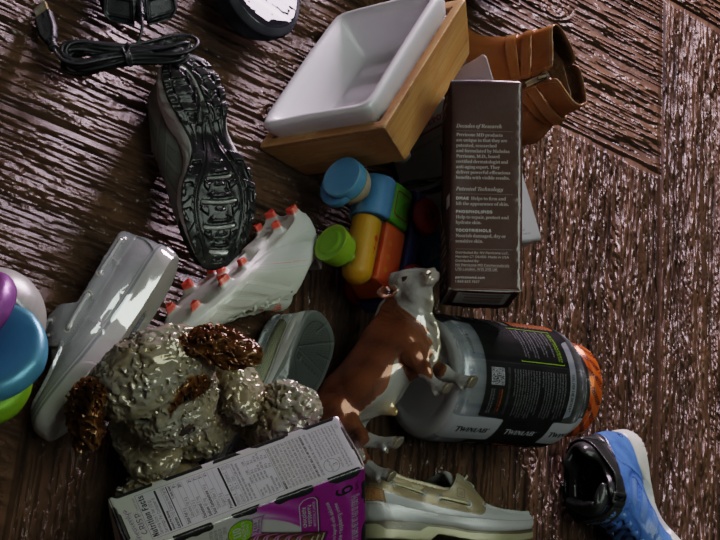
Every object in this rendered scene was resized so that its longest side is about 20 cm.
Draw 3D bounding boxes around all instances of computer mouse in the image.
[{"bbox_3d":[-0.097,-0.291,1.704,0.138,0.053,0.201,36,42,-21],"label":"computer mouse"},{"bbox_3d":[-0.232,-0.250,1.575,0.140,0.046,0.201,-9,58,-11],"label":"computer mouse"}]

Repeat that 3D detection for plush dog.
[{"bbox_3d":[-0.152,0.100,1.415,0.161,0.199,0.172,60,0,27],"label":"plush dog"}]

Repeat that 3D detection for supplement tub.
[{"bbox_3d":[0.135,0.111,1.687,0.199,0.122,0.123,8,68,-36],"label":"supplement tub"}]

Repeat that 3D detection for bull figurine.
[{"bbox_3d":[0.029,0.094,1.579,0.121,0.200,0.065,41,4,28],"label":"bull figurine"}]

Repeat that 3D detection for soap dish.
[{"bbox_3d":[0.011,-0.180,1.683,0.081,0.157,0.200,56,46,-30],"label":"soap dish"}]

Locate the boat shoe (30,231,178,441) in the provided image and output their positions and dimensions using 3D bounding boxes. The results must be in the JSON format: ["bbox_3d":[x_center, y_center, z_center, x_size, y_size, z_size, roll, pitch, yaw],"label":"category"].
[{"bbox_3d":[-0.230,0.050,1.453,0.068,0.072,0.201,27,70,10],"label":"boat shoe"}]

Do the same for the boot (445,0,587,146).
[{"bbox_3d":[0.148,-0.229,1.803,0.074,0.154,0.201,-33,95,-41],"label":"boot"}]

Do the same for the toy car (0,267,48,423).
[{"bbox_3d":[-0.325,0.038,1.322,0.200,0.150,0.175,43,51,-18],"label":"toy car"}]

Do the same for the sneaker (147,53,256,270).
[{"bbox_3d":[-0.149,-0.093,1.557,0.074,0.079,0.201,-3,70,-30],"label":"sneaker"}]

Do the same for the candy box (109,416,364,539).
[{"bbox_3d":[-0.096,0.212,1.396,0.199,0.137,0.061,-19,50,-15],"label":"candy box"}]

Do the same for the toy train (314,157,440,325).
[{"bbox_3d":[0.000,0.000,1.628,0.116,0.084,0.201,35,58,-44],"label":"toy train"}]

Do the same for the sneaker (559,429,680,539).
[{"bbox_3d":[0.266,0.263,1.762,0.111,0.077,0.201,0,69,-45],"label":"sneaker"}]

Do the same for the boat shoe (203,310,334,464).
[{"bbox_3d":[-0.091,0.122,1.547,0.074,0.065,0.203,50,53,-38],"label":"boat shoe"}]

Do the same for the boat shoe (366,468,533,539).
[{"bbox_3d":[0.085,0.226,1.634,0.199,0.075,0.069,9,74,-36],"label":"boat shoe"}]

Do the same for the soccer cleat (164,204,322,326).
[{"bbox_3d":[-0.100,0.017,1.571,0.200,0.069,0.078,-44,116,-39],"label":"soccer cleat"}]

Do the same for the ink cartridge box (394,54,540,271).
[{"bbox_3d":[0.097,-0.106,1.742,0.068,0.116,0.201,-7,77,-42],"label":"ink cartridge box"}]

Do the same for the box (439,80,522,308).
[{"bbox_3d":[0.114,-0.071,1.622,0.074,0.100,0.201,3,80,-1],"label":"box"}]
